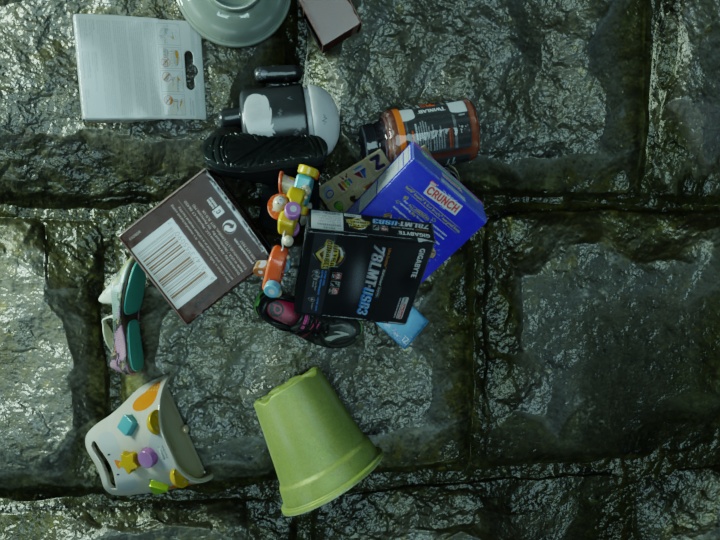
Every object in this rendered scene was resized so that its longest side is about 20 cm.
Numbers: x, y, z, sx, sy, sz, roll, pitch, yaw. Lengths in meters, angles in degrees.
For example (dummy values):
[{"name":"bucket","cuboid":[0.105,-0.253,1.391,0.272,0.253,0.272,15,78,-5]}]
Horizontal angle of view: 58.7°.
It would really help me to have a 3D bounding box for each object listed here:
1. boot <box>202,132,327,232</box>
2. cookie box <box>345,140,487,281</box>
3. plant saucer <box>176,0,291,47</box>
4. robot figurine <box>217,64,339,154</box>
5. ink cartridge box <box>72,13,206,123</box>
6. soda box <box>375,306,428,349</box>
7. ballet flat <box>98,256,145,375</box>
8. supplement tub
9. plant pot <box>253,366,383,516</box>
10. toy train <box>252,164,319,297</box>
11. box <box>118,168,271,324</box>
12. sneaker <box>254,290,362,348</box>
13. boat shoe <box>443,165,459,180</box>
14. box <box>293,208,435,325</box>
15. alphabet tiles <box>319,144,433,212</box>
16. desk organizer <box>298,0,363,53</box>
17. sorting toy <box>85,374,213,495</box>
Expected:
[{"name":"boot","cuboid":[-0.150,-0.129,1.016,0.195,0.077,0.170,-6,140,-19]},{"name":"cookie box","cuboid":[0.081,-0.080,1.061,0.170,0.076,0.200,36,118,-21]},{"name":"plant saucer","cuboid":[-0.207,-0.473,1.044,0.195,0.050,0.206,-1,95,-11]},{"name":"robot figurine","cuboid":[-0.131,-0.238,1.052,0.195,0.152,0.127,-8,57,-6]},{"name":"ink cartridge box","cuboid":[-0.361,-0.330,1.057,0.195,0.050,0.167,-6,97,-26]},{"name":"soda box","cuboid":[0.025,0.044,1.133,0.200,0.064,0.068,43,89,-11]},{"name":"ballet flat","cuboid":[-0.404,0.075,1.081,0.069,0.069,0.206,4,97,11]},{"name":"supplement tub","cuboid":[0.098,-0.226,1.091,0.195,0.107,0.110,-10,98,-7]},{"name":"plant pot","cuboid":[-0.086,0.276,1.094,0.197,0.200,0.187,-27,88,-4]},{"name":"toy train","cuboid":[-0.111,-0.067,0.925,0.054,0.202,0.152,17,132,-2]},{"name":"box","cuboid":[-0.250,-0.045,1.015,0.163,0.200,0.167,-37,101,-2]},{"name":"sneaker","cuboid":[-0.092,0.092,1.112,0.195,0.084,0.079,16,95,-9]},{"name":"boat shoe","cuboid":[0.086,-0.128,1.122,0.196,0.062,0.076,-25,101,-1]},{"name":"box","cuboid":[0.000,0.000,1.011,0.193,0.050,0.202,7,137,-8]},{"name":"alphabet tiles","cuboid":[0.049,-0.122,1.084,0.197,0.008,0.168,-28,118,18]},{"name":"desk organizer","cuboid":[-0.078,-0.473,1.057,0.076,0.072,0.203,-29,99,-1]},{"name":"sorting toy","cuboid":[-0.382,0.314,1.104,0.176,0.107,0.204,-20,99,14]}]
